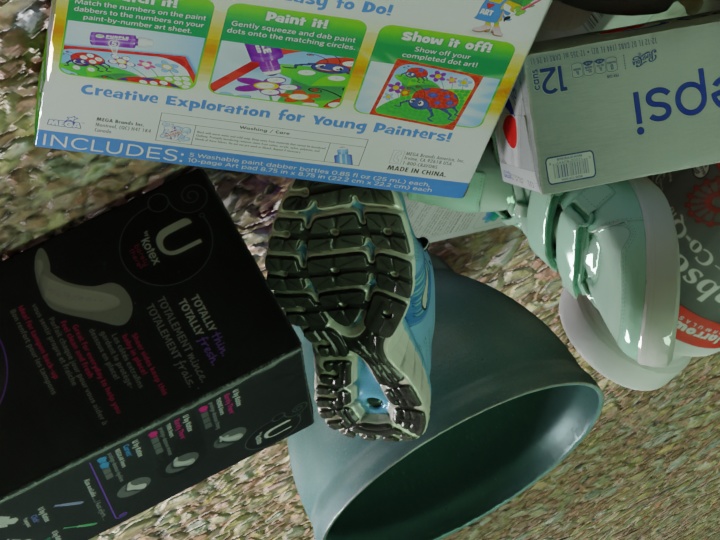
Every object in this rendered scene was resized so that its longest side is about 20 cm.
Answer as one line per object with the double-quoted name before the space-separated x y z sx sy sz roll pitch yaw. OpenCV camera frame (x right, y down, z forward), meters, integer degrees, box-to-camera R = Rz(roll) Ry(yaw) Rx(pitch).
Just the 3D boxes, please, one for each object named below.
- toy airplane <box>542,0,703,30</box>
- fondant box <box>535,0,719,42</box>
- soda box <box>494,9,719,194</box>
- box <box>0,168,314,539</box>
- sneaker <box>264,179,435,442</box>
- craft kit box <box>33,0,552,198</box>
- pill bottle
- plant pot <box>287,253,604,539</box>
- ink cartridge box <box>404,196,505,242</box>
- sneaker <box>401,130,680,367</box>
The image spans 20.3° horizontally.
"toy airplane" 0.129 -0.186 0.846 0.199 0.141 0.200 -36 157 14
"fondant box" 0.197 -0.171 1.063 0.200 0.058 0.144 -11 150 -39
"soda box" 0.161 -0.084 0.902 0.199 0.064 0.068 -11 -171 -10
"box" -0.139 0.057 1.037 0.200 0.122 0.106 -26 156 -9
"sneaker" 0.000 0.000 1.071 0.078 0.090 0.200 4 137 11
"craft kit box" -0.028 -0.112 0.829 0.199 0.049 0.198 7 148 -11
"pill bottle" 0.224 -0.017 1.308 0.116 0.116 0.200 -7 147 -42
"plant pot" 0.034 0.075 1.261 0.200 0.134 0.200 -25 157 -12
"ink cartridge box" 0.044 -0.060 1.125 0.200 0.042 0.119 -16 153 -34
"sneaker" 0.078 -0.022 0.955 0.118 0.201 0.074 -6 131 -9
